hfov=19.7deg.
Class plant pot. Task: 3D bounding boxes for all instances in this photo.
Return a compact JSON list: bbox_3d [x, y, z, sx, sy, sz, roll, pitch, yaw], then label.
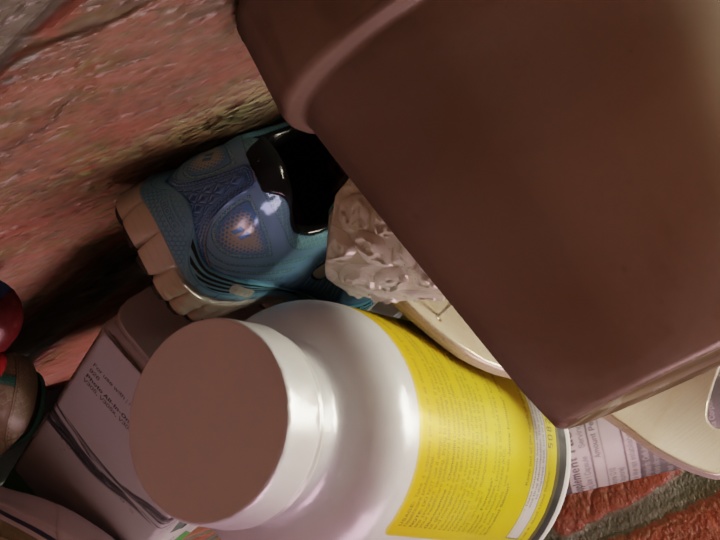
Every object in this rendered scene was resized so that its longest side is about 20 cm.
[{"bbox_3d":[0.081,-0.048,0.695,0.199,0.174,0.200,-23,171,-4],"label":"plant pot"}]

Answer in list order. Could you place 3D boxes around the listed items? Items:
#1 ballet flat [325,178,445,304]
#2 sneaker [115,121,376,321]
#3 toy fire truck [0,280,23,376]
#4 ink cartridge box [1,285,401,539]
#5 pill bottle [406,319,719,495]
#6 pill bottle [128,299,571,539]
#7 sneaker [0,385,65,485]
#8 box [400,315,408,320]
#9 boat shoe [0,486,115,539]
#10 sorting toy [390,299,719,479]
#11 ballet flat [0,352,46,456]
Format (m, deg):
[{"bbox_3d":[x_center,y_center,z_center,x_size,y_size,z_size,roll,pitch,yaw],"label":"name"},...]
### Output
[{"bbox_3d":[0.079,-0.031,0.805,0.199,0.072,0.072,-18,171,2],"label":"ballet flat"},{"bbox_3d":[-0.015,-0.024,0.891,0.090,0.079,0.200,-33,169,25],"label":"sneaker"},{"bbox_3d":[-0.213,0.071,0.856,0.168,0.112,0.200,-45,168,10],"label":"toy fire truck"},{"bbox_3d":[-0.081,0.064,1.019,0.146,0.084,0.200,-38,172,-36],"label":"ink cartridge box"},{"bbox_3d":[0.120,0.050,1.033,0.199,0.114,0.113,-13,172,5],"label":"pill bottle"},{"bbox_3d":[-0.003,0.073,0.874,0.112,0.112,0.200,-29,156,27],"label":"pill bottle"},{"bbox_3d":[-0.217,0.122,1.235,0.108,0.068,0.201,-31,166,39],"label":"sneaker"},{"bbox_3d":[0.000,0.000,1.076,0.050,0.076,0.200,-18,170,-36],"label":"box"},{"bbox_3d":[-0.191,0.137,0.993,0.072,0.199,0.062,114,2,-51],"label":"boat shoe"},{"bbox_3d":[0.135,-0.012,0.889,0.200,0.180,0.107,-45,178,8],"label":"sorting toy"},{"bbox_3d":[-0.231,0.087,1.057,0.062,0.068,0.200,17,143,-33],"label":"ballet flat"}]
